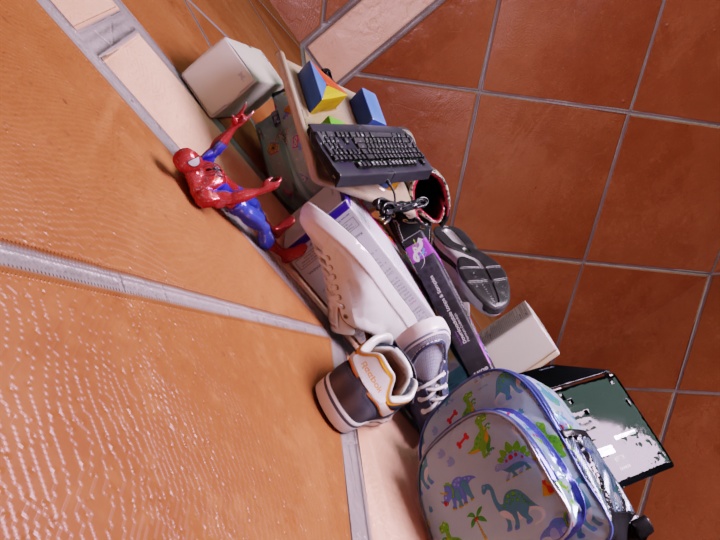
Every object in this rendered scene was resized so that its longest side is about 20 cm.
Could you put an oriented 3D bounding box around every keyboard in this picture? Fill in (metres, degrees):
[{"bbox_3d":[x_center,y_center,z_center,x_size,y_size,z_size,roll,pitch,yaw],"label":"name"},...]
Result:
[{"bbox_3d":[0.028,-0.115,0.752,0.198,0.020,0.129,-16,73,-53],"label":"keyboard"}]

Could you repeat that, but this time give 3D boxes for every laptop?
[{"bbox_3d":[0.239,0.192,0.815,0.104,0.173,0.203,109,-37,-48],"label":"laptop"}]

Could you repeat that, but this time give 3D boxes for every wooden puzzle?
[{"bbox_3d":[-0.008,-0.169,0.809,0.198,0.046,0.189,17,47,-48],"label":"wooden puzzle"}]

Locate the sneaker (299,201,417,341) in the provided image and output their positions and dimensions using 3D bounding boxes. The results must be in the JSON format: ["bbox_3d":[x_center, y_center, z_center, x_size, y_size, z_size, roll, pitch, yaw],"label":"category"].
[{"bbox_3d":[-0.016,0.019,0.738,0.201,0.084,0.073,52,-8,-24],"label":"sneaker"}]

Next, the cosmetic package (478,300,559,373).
[{"bbox_3d":[0.190,0.139,0.996,0.074,0.198,0.104,52,12,-2],"label":"cosmetic package"}]

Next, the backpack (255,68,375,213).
[{"bbox_3d":[-0.049,-0.156,0.937,0.175,0.152,0.203,39,20,-53],"label":"backpack"}]

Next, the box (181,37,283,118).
[{"bbox_3d":[-0.170,-0.263,0.921,0.069,0.081,0.200,53,10,-8],"label":"box"}]

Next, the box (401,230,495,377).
[{"bbox_3d":[0.122,0.054,0.885,0.203,0.036,0.143,63,8,13],"label":"box"}]

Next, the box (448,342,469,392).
[{"bbox_3d":[0.098,0.131,0.930,0.202,0.082,0.049,58,11,11],"label":"box"}]

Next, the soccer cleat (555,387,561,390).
[{"bbox_3d":[0.217,0.210,0.968,0.068,0.199,0.087,24,64,-23],"label":"soccer cleat"}]

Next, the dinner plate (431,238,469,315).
[{"bbox_3d":[0.124,0.044,1.174,0.200,0.024,0.205,42,-40,49],"label":"dinner plate"}]

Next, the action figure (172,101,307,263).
[{"bbox_3d":[-0.103,-0.085,0.671,0.199,0.098,0.066,33,23,-57],"label":"action figure"}]

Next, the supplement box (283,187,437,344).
[{"bbox_3d":[0.000,0.000,0.838,0.201,0.103,0.102,49,12,-22],"label":"supplement box"}]

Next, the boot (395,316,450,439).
[{"bbox_3d":[0.083,0.132,0.764,0.201,0.071,0.092,84,-18,-62],"label":"boot"}]

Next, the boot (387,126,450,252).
[{"bbox_3d":[0.081,-0.085,0.952,0.155,0.072,0.207,-115,-170,-57],"label":"boot"}]

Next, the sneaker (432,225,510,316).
[{"bbox_3d":[0.157,0.030,1.012,0.074,0.118,0.202,-2,35,-20],"label":"sneaker"}]

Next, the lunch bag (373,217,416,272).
[{"bbox_3d":[0.049,0.013,1.081,0.179,0.081,0.200,62,11,11],"label":"lunch bag"}]

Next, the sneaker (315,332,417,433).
[{"bbox_3d":[0.022,0.112,0.680,0.079,0.079,0.200,55,9,8],"label":"sneaker"}]

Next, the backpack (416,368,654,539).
[{"bbox_3d":[0.146,0.206,0.662,0.146,0.183,0.203,23,33,-45],"label":"backpack"}]
